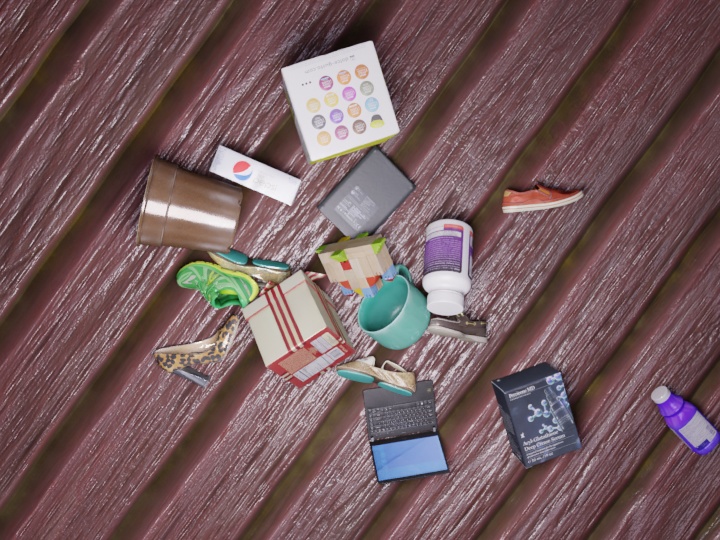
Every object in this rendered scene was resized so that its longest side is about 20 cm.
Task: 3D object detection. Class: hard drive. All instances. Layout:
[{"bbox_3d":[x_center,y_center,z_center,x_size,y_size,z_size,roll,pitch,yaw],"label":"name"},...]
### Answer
[{"bbox_3d":[0.015,-0.172,1.547,0.140,0.033,0.200,44,90,-9],"label":"hard drive"}]

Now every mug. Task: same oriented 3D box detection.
[{"bbox_3d":[0.095,0.091,1.523,0.114,0.152,0.186,40,82,-33],"label":"mug"}]

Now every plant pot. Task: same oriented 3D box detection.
[{"bbox_3d":[-0.366,-0.129,1.434,0.197,0.200,0.202,12,94,-15],"label":"plant pot"}]

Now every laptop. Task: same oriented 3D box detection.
[{"bbox_3d":[0.108,0.382,1.577,0.176,0.103,0.202,-7,96,-6],"label":"laptop"}]

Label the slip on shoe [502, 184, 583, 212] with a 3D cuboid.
[{"bbox_3d":[0.436,-0.178,1.580,0.198,0.074,0.062,-7,93,-1],"label":"slip on shoe"}]

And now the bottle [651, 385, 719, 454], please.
[{"bbox_3d":[0.822,0.377,1.681,0.200,0.065,0.084,44,89,-9],"label":"bottle"}]

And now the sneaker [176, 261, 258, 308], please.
[{"bbox_3d":[-0.329,0.036,1.476,0.198,0.084,0.074,10,138,16],"label":"sneaker"}]

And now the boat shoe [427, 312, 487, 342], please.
[{"bbox_3d":[0.230,0.130,1.552,0.199,0.072,0.060,16,77,-41],"label":"boat shoe"}]

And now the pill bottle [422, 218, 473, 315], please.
[{"bbox_3d":[0.198,-0.005,1.507,0.110,0.112,0.202,11,65,-8],"label":"pill bottle"}]

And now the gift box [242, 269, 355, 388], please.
[{"bbox_3d":[-0.124,0.119,1.465,0.199,0.185,0.187,-32,55,1],"label":"gift box"}]

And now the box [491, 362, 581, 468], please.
[{"bbox_3d":[0.427,0.350,1.611,0.147,0.107,0.201,-19,97,-4],"label":"box"}]

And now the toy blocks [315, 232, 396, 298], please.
[{"bbox_3d":[0.000,0.000,1.500,0.199,0.100,0.137,-10,114,36],"label":"toy blocks"}]

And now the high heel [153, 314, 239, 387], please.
[{"bbox_3d":[-0.375,0.161,1.512,0.142,0.071,0.201,30,100,-15],"label":"high heel"}]

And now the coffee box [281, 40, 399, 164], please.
[{"bbox_3d":[-0.048,-0.354,1.438,0.198,0.200,0.199,-18,98,-4],"label":"coffee box"}]

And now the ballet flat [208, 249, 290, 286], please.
[{"bbox_3d":[-0.261,-0.002,1.519,0.198,0.071,0.071,14,94,-8],"label":"ballet flat"}]

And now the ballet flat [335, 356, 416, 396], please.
[{"bbox_3d":[0.040,0.244,1.584,0.199,0.071,0.066,19,65,-9],"label":"ballet flat"}]

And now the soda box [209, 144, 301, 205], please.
[{"bbox_3d":[-0.235,-0.214,1.496,0.199,0.068,0.064,23,93,-8],"label":"soda box"}]
